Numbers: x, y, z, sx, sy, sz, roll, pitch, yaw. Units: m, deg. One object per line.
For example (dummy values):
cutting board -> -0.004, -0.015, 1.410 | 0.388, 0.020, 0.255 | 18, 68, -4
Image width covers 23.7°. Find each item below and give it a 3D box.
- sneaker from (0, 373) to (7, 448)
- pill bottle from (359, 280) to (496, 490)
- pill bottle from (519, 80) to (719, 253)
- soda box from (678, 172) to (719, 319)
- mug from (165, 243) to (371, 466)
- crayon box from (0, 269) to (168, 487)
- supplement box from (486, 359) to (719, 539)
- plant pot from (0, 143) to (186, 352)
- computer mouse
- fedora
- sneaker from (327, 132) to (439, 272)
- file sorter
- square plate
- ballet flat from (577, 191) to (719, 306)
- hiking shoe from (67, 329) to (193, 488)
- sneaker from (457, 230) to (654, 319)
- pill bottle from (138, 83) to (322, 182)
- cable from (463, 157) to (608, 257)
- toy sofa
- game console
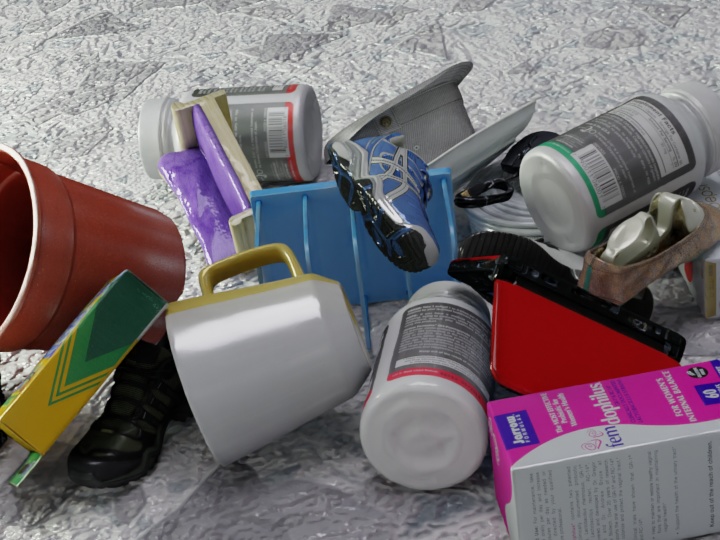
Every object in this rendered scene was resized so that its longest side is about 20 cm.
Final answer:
sneaker -> -0.359, 0.130, 1.598 | 0.077, 0.070, 0.200 | 10, 30, 3
pill bottle -> 0.066, 0.092, 1.507 | 0.110, 0.111, 0.200 | -2, 29, 11
pill bottle -> 0.266, -0.106, 1.688 | 0.199, 0.114, 0.113 | -26, 33, -22
soda box -> 0.348, -0.031, 1.710 | 0.063, 0.068, 0.200 | -8, 28, -1
mug -> -0.081, 0.058, 1.504 | 0.152, 0.187, 0.149 | -20, -11, 3
crayon box -> -0.257, 0.093, 1.497 | 0.200, 0.052, 0.126 | -52, 9, -14
supplement box -> 0.209, 0.154, 1.371 | 0.199, 0.104, 0.101 | -11, 29, -4
plant pot -> -0.287, -0.003, 1.650 | 0.195, 0.202, 0.200 | 14, 9, -43
computer mouse -> 0.155, -0.108, 1.766 | 0.058, 0.034, 0.200 | 11, 27, 29
fedora -> 0.060, -0.144, 1.920 | 0.199, 0.091, 0.177 | -28, -4, 0
sneaker -> 0.034, -0.072, 1.580 | 0.077, 0.076, 0.200 | -20, 40, -9
file sorter -> 0.000, 0.000, 1.669 | 0.199, 0.139, 0.123 | -7, 32, 1
square plate -> 0.080, -0.093, 1.822 | 0.198, 0.029, 0.200 | -33, -4, -32
ballet flat -> 0.276, -0.032, 1.593 | 0.068, 0.068, 0.200 | 22, 43, 37
hiking shoe -> -0.206, 0.114, 1.543 | 0.075, 0.101, 0.200 | 6, 31, 24
sneaker -> 0.174, 0.010, 1.638 | 0.199, 0.074, 0.089 | 20, 7, -18
pill bottle -> -0.152, -0.158, 2.016 | 0.199, 0.114, 0.114 | -1, 29, 11
cable -> 0.209, -0.069, 1.814 | 0.199, 0.070, 0.200 | -2, 29, 12
toy sofa -> -0.154, -0.095, 1.862 | 0.097, 0.083, 0.200 | -21, 52, -11
game console -> 0.175, 0.076, 1.499 | 0.199, 0.119, 0.172 | 25, -11, -21
